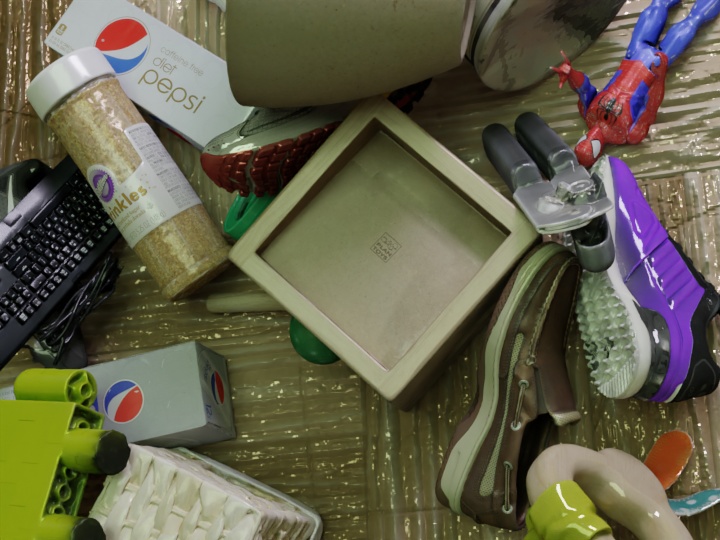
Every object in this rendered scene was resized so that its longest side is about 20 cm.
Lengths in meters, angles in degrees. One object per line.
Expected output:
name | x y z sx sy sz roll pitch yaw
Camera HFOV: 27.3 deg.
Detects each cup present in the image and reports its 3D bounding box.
cup | 0.005 -0.197 0.975 0.143 0.200 0.201 10 78 7

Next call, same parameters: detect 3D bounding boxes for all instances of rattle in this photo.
rattle | 0.152 0.185 0.959 0.130 0.200 0.143 24 107 14

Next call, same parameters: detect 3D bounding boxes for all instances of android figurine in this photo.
android figurine | -0.246 0.155 1.049 0.200 0.041 0.182 -5 64 40

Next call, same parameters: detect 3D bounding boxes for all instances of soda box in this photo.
soda box | -0.155 -0.155 1.194 0.200 0.064 0.068 33 87 22
soda box | -0.200 0.113 1.131 0.200 0.063 0.068 -15 71 13

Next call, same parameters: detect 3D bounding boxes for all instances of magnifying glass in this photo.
magnifying glass | -0.046 -0.108 1.151 0.022 0.080 0.200 33 76 -16

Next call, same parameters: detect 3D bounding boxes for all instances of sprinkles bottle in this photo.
sprinkles bottle | -0.176 -0.074 1.143 0.068 0.068 0.200 -35 87 6

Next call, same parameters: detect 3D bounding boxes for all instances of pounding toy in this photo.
pounding toy | 0.000 0.000 1.076 0.184 0.142 0.200 41 88 13

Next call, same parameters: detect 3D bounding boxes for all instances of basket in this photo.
basket | -0.136 0.231 1.045 0.135 0.123 0.200 23 82 21

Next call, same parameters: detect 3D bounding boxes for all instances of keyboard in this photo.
keyboard | -0.228 -0.010 1.135 0.104 0.040 0.200 46 56 -14

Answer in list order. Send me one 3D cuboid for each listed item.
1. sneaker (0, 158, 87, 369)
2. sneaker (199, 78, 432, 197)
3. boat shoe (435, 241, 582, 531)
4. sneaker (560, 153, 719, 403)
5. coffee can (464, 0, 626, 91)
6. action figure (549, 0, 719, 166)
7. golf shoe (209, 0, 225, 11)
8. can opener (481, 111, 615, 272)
sneaker | -0.251 -0.010 1.181 0.090 0.066 0.200 -33 65 9
sneaker | -0.040 -0.122 1.090 0.200 0.078 0.082 -33 76 -31
boat shoe | 0.122 0.084 1.017 0.075 0.075 0.203 25 106 30
sneaker | 0.203 0.010 1.033 0.099 0.070 0.200 9 52 -17
coffee can | 0.088 -0.253 1.099 0.146 0.146 0.200 -39 68 4
action figure | 0.206 -0.168 1.066 0.065 0.099 0.200 30 88 24
golf shoe | -0.094 -0.228 1.200 0.097 0.078 0.200 -18 62 26
can opener | 0.131 -0.053 1.030 0.053 0.200 0.067 -19 111 0
